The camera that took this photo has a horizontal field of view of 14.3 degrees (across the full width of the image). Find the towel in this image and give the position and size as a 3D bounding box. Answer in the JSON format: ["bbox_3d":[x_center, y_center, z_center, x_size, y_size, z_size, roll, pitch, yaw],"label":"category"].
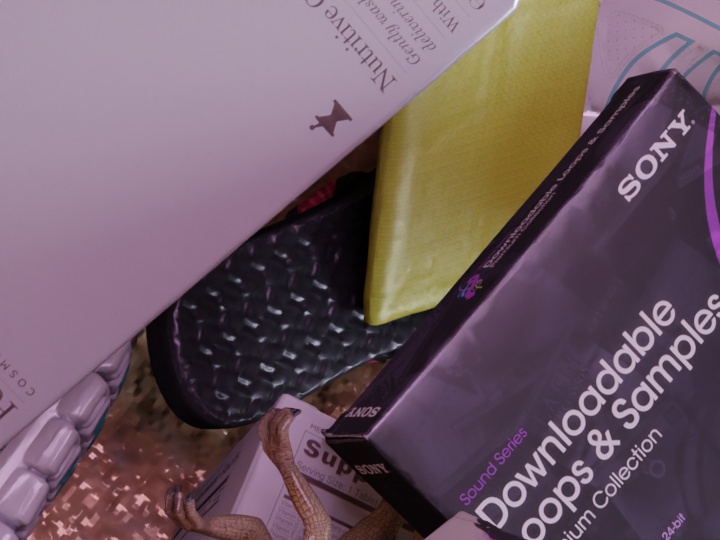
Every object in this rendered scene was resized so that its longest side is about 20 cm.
[{"bbox_3d":[0.040,-0.082,0.902,0.086,0.201,0.018,-16,35,-35],"label":"towel"}]

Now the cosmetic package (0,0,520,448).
[{"bbox_3d":[-0.068,-0.059,0.810,0.200,0.081,0.113,-43,110,1],"label":"cosmetic package"}]

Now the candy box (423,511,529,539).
[{"bbox_3d":[0.032,0.184,0.746,0.136,0.061,0.201,-37,115,-21],"label":"candy box"}]

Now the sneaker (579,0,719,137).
[{"bbox_3d":[0.118,-0.081,0.966,0.070,0.199,0.081,-30,123,-62],"label":"sneaker"}]

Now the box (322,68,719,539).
[{"bbox_3d":[0.105,0.063,0.807,0.200,0.036,0.143,45,71,-12],"label":"box"}]

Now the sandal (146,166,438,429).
[{"bbox_3d":[0.000,0.000,0.957,0.199,0.045,0.075,-20,98,-39],"label":"sandal"}]

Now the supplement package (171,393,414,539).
[{"bbox_3d":[-0.025,0.159,0.859,0.113,0.110,0.201,27,63,-8],"label":"supplement package"}]

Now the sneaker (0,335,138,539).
[{"bbox_3d":[-0.138,0.056,0.882,0.091,0.078,0.200,32,61,-1],"label":"sneaker"}]

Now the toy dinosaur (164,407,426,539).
[{"bbox_3d":[0.011,0.094,0.815,0.199,0.058,0.102,7,81,-23],"label":"toy dinosaur"}]
